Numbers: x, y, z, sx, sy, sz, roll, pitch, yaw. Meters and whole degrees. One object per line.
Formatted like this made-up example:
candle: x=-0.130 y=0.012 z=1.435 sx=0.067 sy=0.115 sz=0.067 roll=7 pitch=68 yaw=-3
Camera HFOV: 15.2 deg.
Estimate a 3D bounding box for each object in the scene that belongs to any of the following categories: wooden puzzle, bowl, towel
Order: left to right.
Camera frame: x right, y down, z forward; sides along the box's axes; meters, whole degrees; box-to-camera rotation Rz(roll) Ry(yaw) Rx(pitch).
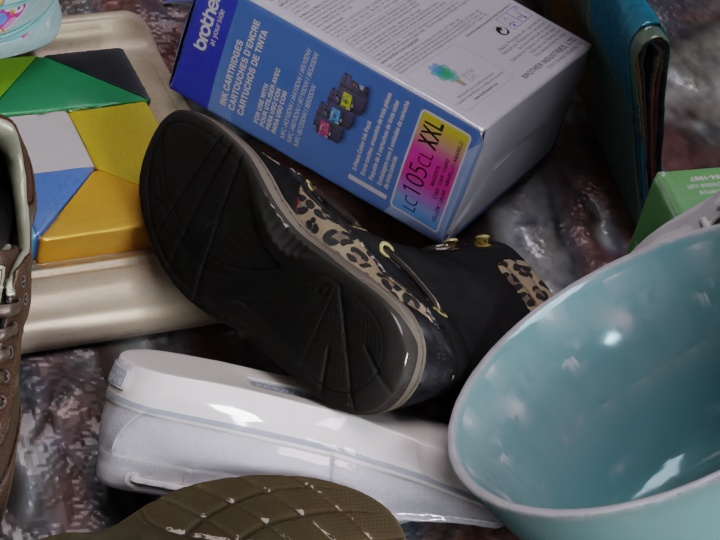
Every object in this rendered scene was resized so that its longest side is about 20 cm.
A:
wooden puzzle: x=-0.153 y=-0.050 z=1.295 sx=0.184 sy=0.037 sz=0.201 roll=-8 pitch=50 yaw=-25
towel: x=0.120 y=-0.137 z=1.395 sx=0.022 sy=0.147 sz=0.201 roll=-15 pitch=50 yaw=-5
bowl: x=0.146 y=0.077 z=1.133 sx=0.200 sy=0.105 sz=0.201 roll=-22 pitch=25 yaw=11

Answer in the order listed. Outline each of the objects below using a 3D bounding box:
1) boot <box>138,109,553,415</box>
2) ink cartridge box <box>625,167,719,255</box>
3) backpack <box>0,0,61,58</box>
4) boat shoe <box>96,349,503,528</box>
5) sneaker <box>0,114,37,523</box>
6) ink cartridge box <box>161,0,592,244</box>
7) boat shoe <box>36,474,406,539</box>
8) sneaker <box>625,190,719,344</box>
boot: x=0.000 y=0.000 z=1.246 sx=0.150 sy=0.074 sz=0.200 roll=7 pitch=26 yaw=-48
ink cartridge box: x=0.229 y=0.046 z=1.291 sx=0.144 sy=0.088 sz=0.201 roll=-5 pitch=47 yaw=-21
backpack: x=-0.221 y=-0.187 z=1.329 sx=0.166 sy=0.127 sz=0.200 roll=-25 pitch=40 yaw=-29
boat shoe: x=-0.019 y=0.090 z=1.181 sx=0.199 sy=0.069 sz=0.072 roll=14 pitch=9 yaw=-17
sneaker: x=-0.177 y=0.024 z=1.160 sx=0.070 sy=0.076 sz=0.201 roll=6 pitch=62 yaw=-14
ink cartridge box: x=-0.002 y=-0.112 z=1.360 sx=0.199 sy=0.077 sz=0.136 roll=32 pitch=34 yaw=14
boat shoe: x=-0.076 y=0.139 z=1.114 sx=0.199 sy=0.068 sz=0.072 roll=-13 pitch=47 yaw=-25
sneaker: x=0.196 y=-0.032 z=1.221 sx=0.199 sy=0.087 sz=0.075 roll=-28 pitch=54 yaw=-4
